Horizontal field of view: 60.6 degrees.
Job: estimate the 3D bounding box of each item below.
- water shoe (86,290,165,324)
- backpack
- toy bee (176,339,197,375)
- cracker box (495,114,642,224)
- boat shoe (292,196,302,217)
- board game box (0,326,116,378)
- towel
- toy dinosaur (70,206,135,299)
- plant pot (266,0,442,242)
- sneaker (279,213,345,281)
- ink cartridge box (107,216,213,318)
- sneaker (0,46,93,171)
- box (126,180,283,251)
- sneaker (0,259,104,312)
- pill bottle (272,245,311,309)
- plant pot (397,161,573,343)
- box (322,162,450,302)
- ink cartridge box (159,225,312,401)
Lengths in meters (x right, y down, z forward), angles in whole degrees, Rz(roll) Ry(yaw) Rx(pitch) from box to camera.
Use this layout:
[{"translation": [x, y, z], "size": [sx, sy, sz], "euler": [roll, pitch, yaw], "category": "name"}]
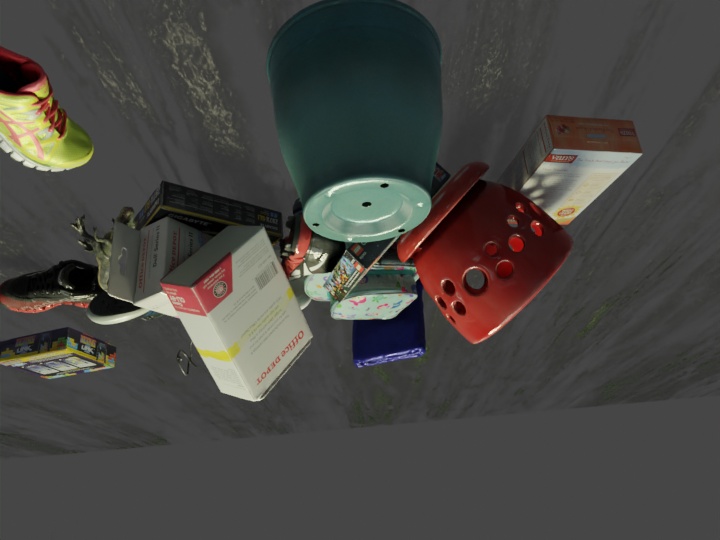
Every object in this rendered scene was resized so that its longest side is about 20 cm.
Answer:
[{"translation": [-0.379, 0.063, 1.083], "size": [0.198, 0.071, 0.080], "euler": [-23, 145, -41], "category": "water shoe"}, {"translation": [0.000, 0.000, 1.041], "size": [0.196, 0.153, 0.178], "euler": [9, 155, -18], "category": "backpack"}, {"translation": [-0.267, 0.056, 1.049], "size": [0.107, 0.204, 0.131], "euler": [-16, -173, 2], "category": "toy bee"}, {"translation": [0.285, -0.138, 0.887], "size": [0.131, 0.059, 0.200], "euler": [1, 157, -13], "category": "cracker box"}, {"translation": [-0.012, -0.121, 0.857], "size": [0.197, 0.070, 0.084], "euler": [-18, 162, 28], "category": "boat shoe"}, {"translation": [-0.706, 0.196, 1.439], "size": [0.196, 0.058, 0.166], "euler": [-11, 154, 14], "category": "board game box"}, {"translation": [0.055, 0.077, 1.147], "size": [0.145, 0.203, 0.050], "euler": [-15, 143, 24], "category": "towel"}, {"translation": [-0.401, -0.035, 0.952], "size": [0.088, 0.048, 0.201], "euler": [38, 133, 4], "category": "toy dinosaur"}, {"translation": [0.000, -0.143, 0.653], "size": [0.196, 0.191, 0.201], "euler": [-4, 156, -2], "category": "plant pot"}, {"translation": [-0.075, -0.024, 0.922], "size": [0.096, 0.072, 0.200], "euler": [9, 163, -13], "category": "sneaker"}, {"translation": [-0.259, 0.002, 0.894], "size": [0.066, 0.119, 0.199], "euler": [-17, 154, 31], "category": "ink cartridge box"}, {"translation": [-0.352, -0.175, 0.649], "size": [0.089, 0.080, 0.200], "euler": [-16, 154, 19], "category": "sneaker"}, {"translation": [-0.245, -0.060, 0.966], "size": [0.197, 0.050, 0.159], "euler": [13, 152, -36], "category": "box"}, {"translation": [-0.522, 0.024, 1.052], "size": [0.196, 0.072, 0.098], "euler": [-3, 157, -11], "category": "sneaker"}, {"translation": [-0.189, 0.045, 1.124], "size": [0.118, 0.122, 0.198], "euler": [17, 148, -41], "category": "pill bottle"}, {"translation": [0.160, -0.030, 0.852], "size": [0.182, 0.201, 0.201], "euler": [42, 150, 2], "category": "plant pot"}, {"translation": [0.035, -0.055, 0.872], "size": [0.038, 0.200, 0.137], "euler": [41, 154, 1], "category": "box"}, {"translation": [-0.168, 0.060, 0.873], "size": [0.082, 0.145, 0.203], "euler": [3, 126, 38], "category": "ink cartridge box"}]
